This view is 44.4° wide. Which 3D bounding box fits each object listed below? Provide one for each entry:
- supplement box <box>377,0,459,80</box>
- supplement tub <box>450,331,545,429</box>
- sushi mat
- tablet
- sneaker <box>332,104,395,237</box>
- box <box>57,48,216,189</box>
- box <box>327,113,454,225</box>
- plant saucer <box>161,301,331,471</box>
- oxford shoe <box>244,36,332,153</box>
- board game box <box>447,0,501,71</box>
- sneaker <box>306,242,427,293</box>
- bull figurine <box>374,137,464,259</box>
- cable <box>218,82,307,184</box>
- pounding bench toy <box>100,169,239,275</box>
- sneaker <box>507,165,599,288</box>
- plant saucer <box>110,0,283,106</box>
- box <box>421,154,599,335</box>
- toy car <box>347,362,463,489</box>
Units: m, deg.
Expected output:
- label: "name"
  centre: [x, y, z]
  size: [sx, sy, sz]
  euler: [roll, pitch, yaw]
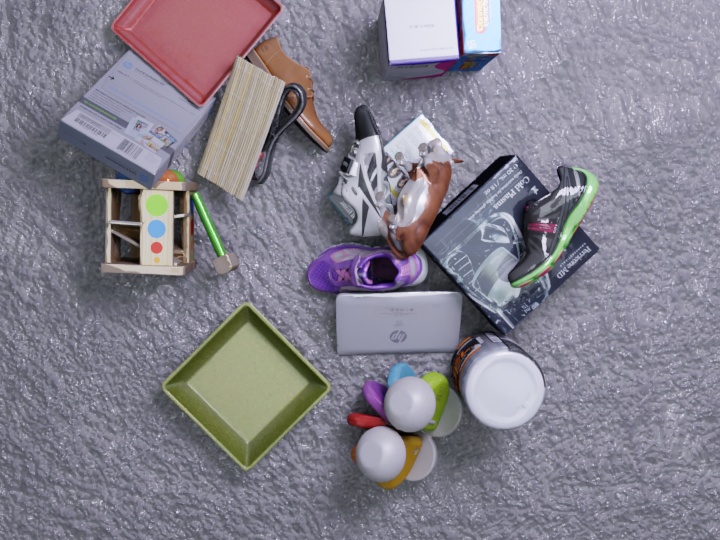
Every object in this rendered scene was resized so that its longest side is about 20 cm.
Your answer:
- label: "supplement box"
  centre: [0.081, -0.344, 1.305]
  size: [0.101, 0.200, 0.104]
  euler: [-5, 94, -2]
- label: "supplement tub"
  centre: [0.205, 0.162, 1.357]
  size: [0.122, 0.200, 0.123]
  euler: [0, 95, -2]
- label: "sushi mat"
  centre: [-0.184, -0.214, 1.339]
  size: [0.095, 0.012, 0.201]
  euler: [29, 111, 17]
- label: "tablet"
  centre: [0.060, 0.086, 1.407]
  size: [0.199, 0.014, 0.131]
  euler: [-1, 129, -1]
- label: "sneaker"
  centre: [-0.002, -0.147, 1.334]
  size: [0.088, 0.074, 0.201]
  euler: [-9, 96, -3]
- label: "box"
  centre: [-0.330, -0.231, 1.321]
  size: [0.155, 0.041, 0.200]
  euler: [30, 50, -5]
- label: "box"
  centre: [0.047, -0.152, 1.398]
  size: [0.200, 0.049, 0.082]
  euler: [-41, 96, 2]
- label: "plant saucer"
  centre: [-0.182, 0.183, 1.425]
  size: [0.200, 0.048, 0.200]
  euler: [-44, 96, 3]
- label: "oxford shoe"
  centre: [-0.096, -0.276, 1.374]
  size: [0.071, 0.071, 0.200]
  euler: [-35, 94, -3]
- label: "board game box"
  centre: [0.163, -0.408, 1.303]
  size: [0.056, 0.196, 0.201]
  euler: [-3, 95, -1]
- label: "sneaker"
  centre: [0.000, 0.000, 1.371]
  size: [0.199, 0.088, 0.081]
  euler: [-5, 101, 24]
- label: "bull figurine"
  centre: [0.086, -0.119, 1.305]
  size: [0.065, 0.121, 0.201]
  euler: [10, 73, 35]
- label: "cable"
  centre: [-0.148, -0.199, 1.348]
  size: [0.200, 0.050, 0.097]
  euler: [-33, 90, 37]
- label: "pounding bench toy"
  centre: [-0.285, -0.077, 1.358]
  size: [0.199, 0.124, 0.157]
  euler: [2, 95, -2]
- label: "sneaker"
  centre: [0.269, -0.063, 1.289]
  size: [0.084, 0.077, 0.201]
  euler: [32, 90, 12]
- label: "plant saucer"
  centre: [-0.249, -0.385, 1.359]
  size: [0.199, 0.037, 0.200]
  euler: [41, 94, 6]
- label: "box"
  centre: [0.223, -0.042, 1.379]
  size: [0.200, 0.124, 0.197]
  euler: [-43, 97, 3]
- label: "toy car"
  centre: [0.056, 0.236, 1.398]
  size: [0.150, 0.175, 0.201]
  euler: [32, 95, 32]
